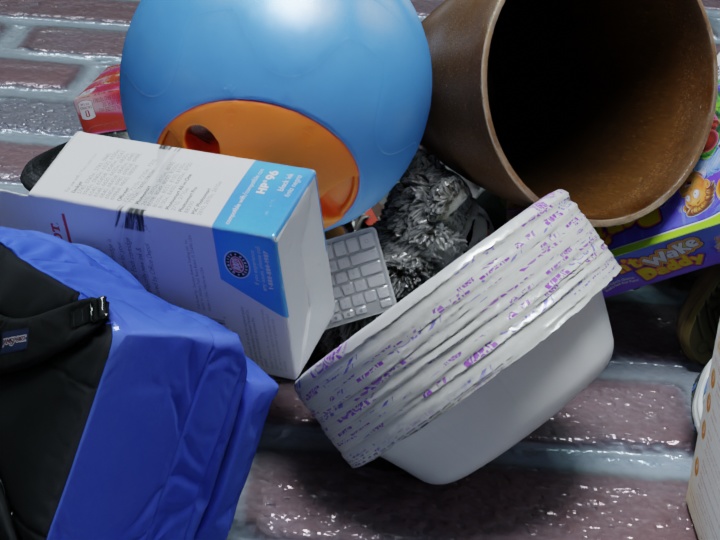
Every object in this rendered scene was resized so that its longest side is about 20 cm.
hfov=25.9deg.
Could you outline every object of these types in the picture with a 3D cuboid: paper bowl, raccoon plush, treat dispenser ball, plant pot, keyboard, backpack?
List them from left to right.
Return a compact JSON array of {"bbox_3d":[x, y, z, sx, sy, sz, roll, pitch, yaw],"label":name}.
[{"bbox_3d":[-0.160,0.072,0.856,0.200,0.163,0.168,25,5,41],"label":"backpack"},{"bbox_3d":[-0.079,0.026,1.015,0.200,0.056,0.011,-17,13,-4],"label":"keyboard"},{"bbox_3d":[-0.054,-0.120,1.006,0.200,0.201,0.201,4,25,-2],"label":"treat dispenser ball"},{"bbox_3d":[0.000,0.000,1.048,0.200,0.134,0.097,-20,38,-36],"label":"raccoon plush"},{"bbox_3d":[0.068,0.049,0.928,0.104,0.201,0.201,53,37,3],"label":"paper bowl"},{"bbox_3d":[0.107,-0.128,1.078,0.187,0.187,0.200,-10,9,-28],"label":"plant pot"}]

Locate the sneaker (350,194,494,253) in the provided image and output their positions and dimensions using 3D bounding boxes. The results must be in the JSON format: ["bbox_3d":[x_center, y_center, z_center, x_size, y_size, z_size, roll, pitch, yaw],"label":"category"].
[{"bbox_3d":[0.019,-0.045,1.227,0.082,0.077,0.200,-22,33,-30],"label":"sneaker"}]

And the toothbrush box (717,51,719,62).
[{"bbox_3d":[0.343,-0.098,1.284,0.085,0.147,0.200,32,10,-32],"label":"toothbrush box"}]

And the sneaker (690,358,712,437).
[{"bbox_3d":[0.265,0.052,1.006,0.076,0.077,0.200,22,48,-1],"label":"sneaker"}]

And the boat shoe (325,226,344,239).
[{"bbox_3d":[-0.091,0.003,1.111,0.070,0.071,0.200,-28,-7,41],"label":"boat shoe"}]

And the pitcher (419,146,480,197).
[{"bbox_3d":[0.129,-0.113,1.359,0.171,0.121,0.200,25,22,-23],"label":"pitcher"}]

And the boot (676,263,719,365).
[{"bbox_3d":[0.245,-0.011,1.193,0.175,0.066,0.200,-43,27,-18],"label":"boot"}]

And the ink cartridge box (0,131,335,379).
[{"bbox_3d":[-0.123,-0.013,0.946,0.200,0.116,0.068,11,44,18],"label":"ink cartridge box"}]

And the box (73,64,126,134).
[{"bbox_3d":[-0.118,-0.126,1.281,0.199,0.100,0.096,-10,21,13],"label":"box"}]

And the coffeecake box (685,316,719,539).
[{"bbox_3d":[0.237,0.083,0.837,0.073,0.200,0.154,4,25,-1],"label":"coffeecake box"}]

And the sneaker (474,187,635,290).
[{"bbox_3d":[0.151,-0.029,1.194,0.200,0.074,0.085,-1,55,50],"label":"sneaker"}]

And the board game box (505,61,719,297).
[{"bbox_3d":[0.199,-0.059,1.097,0.200,0.045,0.135,-19,51,29],"label":"board game box"}]

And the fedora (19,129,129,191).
[{"bbox_3d":[-0.155,-0.043,1.157,0.200,0.092,0.201,-1,18,0],"label":"fedora"}]
